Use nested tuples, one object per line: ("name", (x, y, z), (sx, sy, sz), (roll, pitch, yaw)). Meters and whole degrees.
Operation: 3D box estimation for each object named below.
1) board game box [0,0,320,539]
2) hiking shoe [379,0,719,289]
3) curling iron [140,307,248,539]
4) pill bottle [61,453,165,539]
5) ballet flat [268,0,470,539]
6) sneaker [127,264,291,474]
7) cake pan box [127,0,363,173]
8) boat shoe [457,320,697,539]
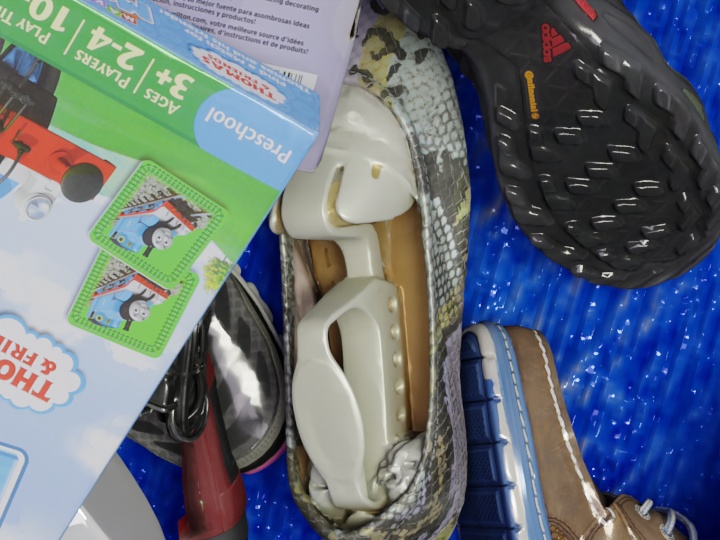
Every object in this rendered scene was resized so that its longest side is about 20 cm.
("board game box", (-0.126, -0.002, 0.791), (0.151, 0.037, 0.201), (28, 112, -15))
("hiking shoe", (0.064, -0.083, 0.890), (0.075, 0.101, 0.200), (-22, 126, 19))
("curling iron", (-0.055, 0.086, 0.907), (0.025, 0.050, 0.201), (11, 132, 21))
("pill bottle", (-0.167, 0.128, 0.914), (0.199, 0.112, 0.113), (-35, 95, 7))
("ballet flat", (0.000, 0.000, 0.897), (0.071, 0.072, 0.202), (-4, 91, 3))
("sneaker", (-0.097, -0.004, 0.904), (0.074, 0.087, 0.200), (-38, 97, 7))
("cake pan box", (-0.077, -0.132, 0.769), (0.198, 0.052, 0.185), (12, 128, -4))
("boat shoe", (0.081, 0.111, 0.929), (0.072, 0.072, 0.202), (-14, 94, -13))
